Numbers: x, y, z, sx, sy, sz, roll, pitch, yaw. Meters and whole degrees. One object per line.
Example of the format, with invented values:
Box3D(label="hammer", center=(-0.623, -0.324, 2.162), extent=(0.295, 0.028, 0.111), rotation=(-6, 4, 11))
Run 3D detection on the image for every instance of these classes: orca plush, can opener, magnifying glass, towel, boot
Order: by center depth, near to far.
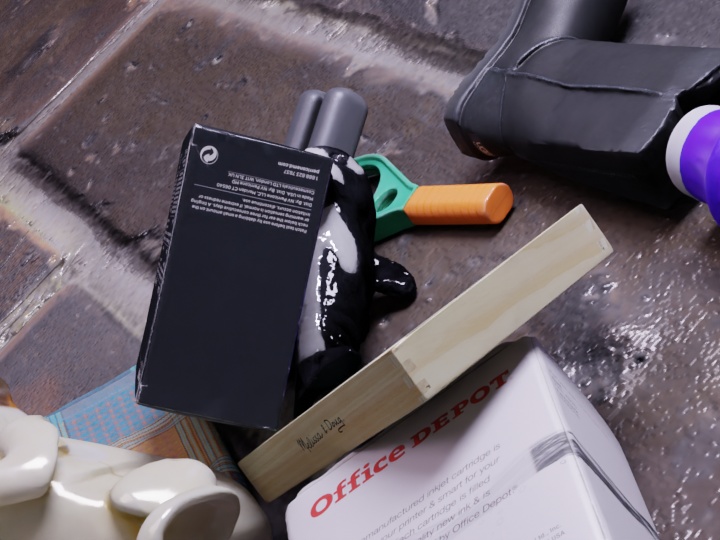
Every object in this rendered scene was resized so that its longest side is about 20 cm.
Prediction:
Box3D(label="boot", center=(0.150, -0.120, 0.973), extent=(0.166, 0.065, 0.200), rotation=(-57, 26, -8))
Box3D(label="orca plush", center=(0.000, 0.000, 0.996), extent=(0.070, 0.106, 0.200), rotation=(5, 28, -5))
Box3D(label="towel", center=(-0.154, 0.121, 1.042), extent=(0.146, 0.022, 0.200), rotation=(-26, 25, -8))
Box3D(label="magnifying glass", center=(0.022, -0.041, 1.081), extent=(0.199, 0.022, 0.080), rotation=(4, 53, 54))
Box3D(label="can opener", center=(-0.056, -0.026, 1.083), extent=(0.053, 0.067, 0.202), rotation=(2, 70, 50))

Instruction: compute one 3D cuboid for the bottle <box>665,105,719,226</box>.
Box3D(label="bottle", center=(0.209, -0.034, 0.774), extent=(0.084, 0.065, 0.200), rotation=(-46, 27, -5))

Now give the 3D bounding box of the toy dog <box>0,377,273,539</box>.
Box3D(label="toy dog", center=(-0.155, 0.123, 0.878), extent=(0.199, 0.141, 0.194), rotation=(18, 27, 20))

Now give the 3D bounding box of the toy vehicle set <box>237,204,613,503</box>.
Box3D(label="toy vehicle set", center=(0.025, 0.045, 0.830), extent=(0.124, 0.027, 0.200), rotation=(-36, -3, -31))

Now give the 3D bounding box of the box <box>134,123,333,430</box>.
Box3D(label="box", center=(-0.074, 0.002, 0.947), extent=(0.200, 0.078, 0.142), rotation=(-163, 88, -82))

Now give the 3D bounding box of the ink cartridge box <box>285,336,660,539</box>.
Box3D(label="ink cartridge box", center=(0.053, 0.141, 0.713), extent=(0.146, 0.084, 0.200), rotation=(-36, 27, 14))
